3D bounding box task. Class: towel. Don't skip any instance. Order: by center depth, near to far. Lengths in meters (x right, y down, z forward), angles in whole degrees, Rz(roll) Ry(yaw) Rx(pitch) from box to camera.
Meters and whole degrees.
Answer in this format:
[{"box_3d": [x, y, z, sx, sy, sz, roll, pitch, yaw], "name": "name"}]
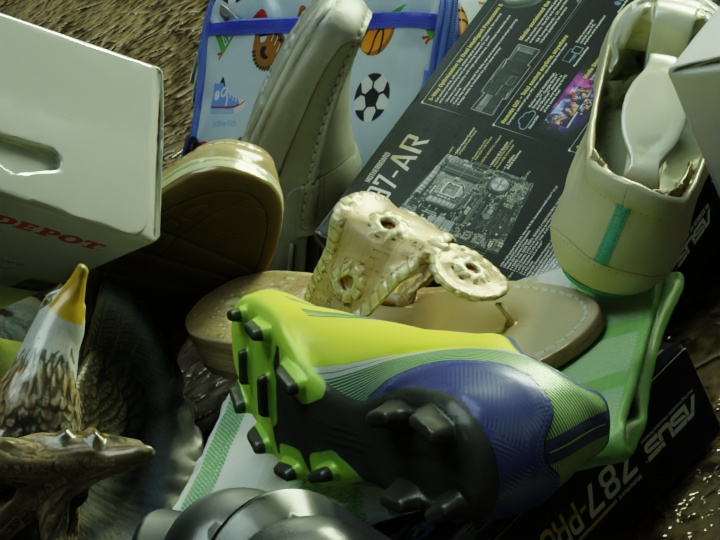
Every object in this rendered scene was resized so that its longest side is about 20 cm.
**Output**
[{"box_3d": [0.026, 0.059, 1.129, 0.199, 0.031, 0.149, -16, 26, 23], "name": "towel"}]

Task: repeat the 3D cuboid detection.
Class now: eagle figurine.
[{"box_3d": [-0.136, 0.065, 1.147, 0.151, 0.152, 0.200, -40, 10, -6], "name": "eagle figurine"}]

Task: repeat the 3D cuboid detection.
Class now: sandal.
[{"box_3d": [-0.003, 0.003, 1.148, 0.211, 0.070, 0.078, 0, 34, 46], "name": "sandal"}]

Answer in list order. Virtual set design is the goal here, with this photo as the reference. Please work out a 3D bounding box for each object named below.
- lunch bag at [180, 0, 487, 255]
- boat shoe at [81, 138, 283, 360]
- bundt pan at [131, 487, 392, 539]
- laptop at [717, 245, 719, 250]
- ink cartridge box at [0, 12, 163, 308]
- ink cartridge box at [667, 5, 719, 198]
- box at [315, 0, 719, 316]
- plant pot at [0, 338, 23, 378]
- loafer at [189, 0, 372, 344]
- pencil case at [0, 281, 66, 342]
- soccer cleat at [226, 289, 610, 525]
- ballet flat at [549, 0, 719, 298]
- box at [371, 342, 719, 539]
[{"box_3d": [-0.010, -0.082, 1.416, 0.075, 0.161, 0.199, 10, -4, -42], "name": "lunch bag"}, {"box_3d": [-0.090, -0.007, 1.283, 0.200, 0.074, 0.067, -47, 28, 48], "name": "boat shoe"}, {"box_3d": [-0.060, 0.158, 0.997, 0.201, 0.076, 0.202, -31, 34, 24], "name": "bundt pan"}, {"box_3d": [0.176, -0.070, 1.340, 0.176, 0.103, 0.201, -3, 57, 29], "name": "laptop"}, {"box_3d": [-0.196, -0.042, 1.229, 0.200, 0.145, 0.084, -22, 59, 48], "name": "ink cartridge box"}, {"box_3d": [0.221, -0.076, 1.156, 0.085, 0.148, 0.200, -6, 30, 41], "name": "ink cartridge box"}, {"box_3d": [0.099, -0.058, 1.268, 0.160, 0.044, 0.200, 20, 66, 39], "name": "box"}, {"box_3d": [-0.216, 0.099, 1.274, 0.199, 0.188, 0.187, -9, 24, 3], "name": "plant pot"}, {"box_3d": [-0.024, -0.039, 1.317, 0.069, 0.201, 0.070, 21, 36, 2], "name": "loafer"}, {"box_3d": [-0.164, -0.016, 1.542, 0.077, 0.090, 0.200, -24, 22, 2], "name": "pencil case"}, {"box_3d": [0.017, 0.047, 1.065, 0.083, 0.065, 0.200, -16, 19, -27], "name": "soccer cleat"}, {"box_3d": [0.123, -0.070, 1.156, 0.069, 0.070, 0.200, -16, 33, 27], "name": "ballet flat"}, {"box_3d": [0.023, 0.099, 1.135, 0.161, 0.049, 0.200, 3, 37, 48], "name": "box"}]
